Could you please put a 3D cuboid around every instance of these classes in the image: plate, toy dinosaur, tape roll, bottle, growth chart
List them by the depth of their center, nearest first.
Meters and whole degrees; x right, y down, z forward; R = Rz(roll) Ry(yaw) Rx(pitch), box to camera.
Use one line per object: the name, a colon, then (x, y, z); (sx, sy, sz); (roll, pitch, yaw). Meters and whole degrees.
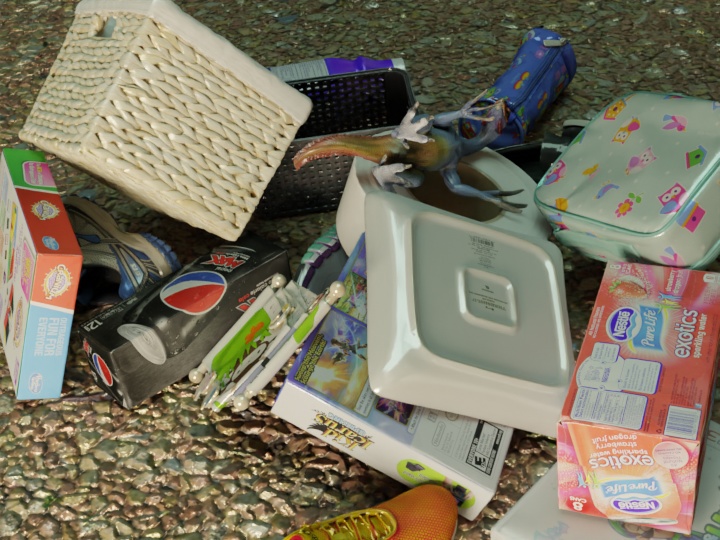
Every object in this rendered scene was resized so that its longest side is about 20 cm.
plate: (0.098, 0.029, 0.959); (0.198, 0.032, 0.201); (15, 51, -21)
growth chart: (-0.085, 0.061, 0.977); (0.145, 0.018, 0.200); (-51, 16, -9)
toy dinosaur: (0.067, -0.127, 1.077); (0.198, 0.106, 0.181); (17, 17, 14)
tape roll: (0.079, -0.051, 1.113); (0.201, 0.071, 0.203); (12, 38, -9)
bottle: (-0.043, -0.217, 1.411); (0.198, 0.066, 0.084); (-10, 37, -5)

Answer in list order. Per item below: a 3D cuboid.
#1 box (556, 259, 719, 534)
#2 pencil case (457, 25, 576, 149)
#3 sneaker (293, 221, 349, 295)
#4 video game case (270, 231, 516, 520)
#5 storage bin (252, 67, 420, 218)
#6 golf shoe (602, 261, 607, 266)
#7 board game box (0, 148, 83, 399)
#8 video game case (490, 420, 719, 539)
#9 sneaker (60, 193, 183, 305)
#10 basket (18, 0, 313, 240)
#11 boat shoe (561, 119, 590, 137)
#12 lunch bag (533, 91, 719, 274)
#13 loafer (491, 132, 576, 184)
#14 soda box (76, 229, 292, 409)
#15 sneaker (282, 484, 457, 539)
box: (0.219, 0.090, 0.899); (0.102, 0.095, 0.200); (7, 38, 18)
pencil case: (0.186, -0.206, 1.344); (0.078, 0.087, 0.200); (38, 48, 2)
sneaker: (0.000, 0.000, 1.113); (0.087, 0.075, 0.200); (13, 40, 17)
video game case: (0.044, 0.080, 0.959); (0.180, 0.046, 0.200); (29, 41, -1)
storage bin: (-0.035, -0.142, 1.288); (0.198, 0.094, 0.136); (-7, 36, -2)
golf shoe: (0.300, -0.073, 1.108); (0.200, 0.078, 0.094); (-48, 36, -6)
board game box: (-0.309, -0.001, 1.093); (0.040, 0.154, 0.200); (1, 32, -27)
video game case: (0.228, 0.181, 0.874); (0.181, 0.024, 0.200); (26, 48, 36)
sneaker: (-0.271, -0.013, 1.171); (0.199, 0.077, 0.085); (21, 49, 32)
basket: (-0.191, -0.148, 1.134); (0.198, 0.199, 0.162); (18, 81, 55)
boat shoe: (0.285, -0.103, 1.211); (0.199, 0.061, 0.074); (27, 5, 36)
lunch bag: (0.252, -0.073, 1.025); (0.161, 0.077, 0.200); (-52, 28, -7)
loafer: (0.201, -0.104, 1.172); (0.199, 0.071, 0.068); (-8, 45, 32)
soda box: (-0.156, 0.042, 1.079); (0.199, 0.071, 0.063); (-32, 40, -30)
sneaker: (-0.011, 0.207, 0.832); (0.199, 0.078, 0.073); (-27, 45, -24)
